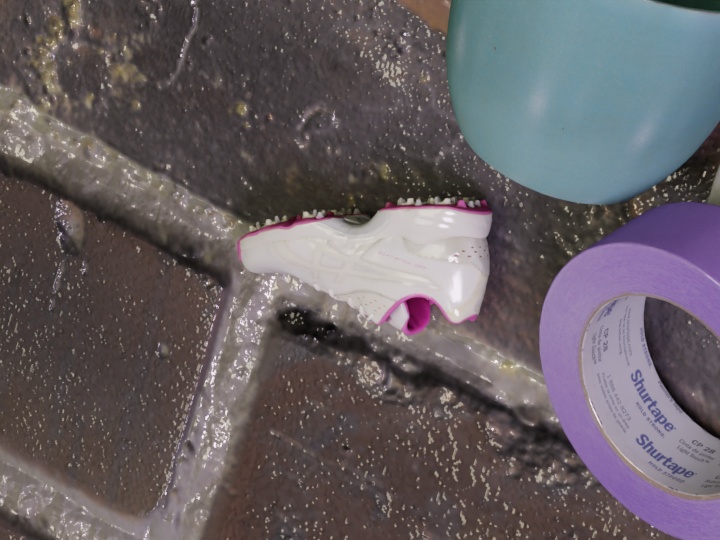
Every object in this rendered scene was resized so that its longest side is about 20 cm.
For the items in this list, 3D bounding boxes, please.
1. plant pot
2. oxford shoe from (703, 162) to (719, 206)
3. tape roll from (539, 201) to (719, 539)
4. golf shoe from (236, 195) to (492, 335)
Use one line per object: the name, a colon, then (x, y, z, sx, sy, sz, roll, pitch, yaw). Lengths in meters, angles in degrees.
plant pot: (0.142, -0.139, 1.640, 0.200, 0.200, 0.161, 39, 126, 29)
oxford shoe: (0.248, -0.075, 1.638, 0.058, 0.075, 0.201, 33, 112, 61)
tape roll: (0.203, 0.063, 1.625, 0.200, 0.066, 0.201, 28, 133, 34)
golf shoe: (0.000, 0.000, 1.816, 0.199, 0.075, 0.092, -5, 92, 37)
